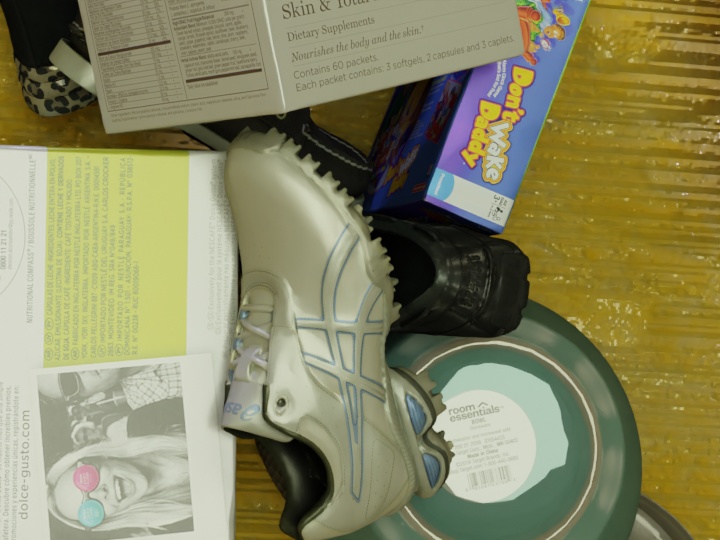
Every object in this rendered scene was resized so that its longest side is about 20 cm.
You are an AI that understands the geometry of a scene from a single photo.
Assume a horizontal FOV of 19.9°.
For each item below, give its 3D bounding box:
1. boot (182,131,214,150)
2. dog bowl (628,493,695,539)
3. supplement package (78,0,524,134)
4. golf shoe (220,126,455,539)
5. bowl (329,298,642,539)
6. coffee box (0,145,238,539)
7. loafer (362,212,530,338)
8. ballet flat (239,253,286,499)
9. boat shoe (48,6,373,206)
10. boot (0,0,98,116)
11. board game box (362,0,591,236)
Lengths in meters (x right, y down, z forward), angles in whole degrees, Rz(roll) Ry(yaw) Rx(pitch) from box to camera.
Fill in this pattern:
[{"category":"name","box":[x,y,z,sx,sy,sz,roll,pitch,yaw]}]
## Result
[{"category":"boot","box":[-0.081,-0.162,1.115,0.132,0.070,0.200,-41,116,-12]},{"category":"dog bowl","box":[0.106,0.212,1.166,0.199,0.059,0.201,0,87,-9]},{"category":"supplement package","box":[-0.041,-0.180,0.966,0.151,0.150,0.201,-17,100,-37]},{"category":"golf shoe","box":[-0.029,0.034,0.961,0.097,0.078,0.201,-31,105,-29]},{"category":"bowl","box":[0.063,0.099,1.088,0.200,0.105,0.202,1,80,-6]},{"category":"coffee box","box":[-0.169,0.041,1.058,0.197,0.200,0.201,1,88,-9]},{"category":"loafer","box":[0.000,0.000,1.047,0.070,0.200,0.068,13,84,-39]},{"category":"ballet flat","box":[-0.033,0.045,1.156,0.067,0.046,0.201,-8,89,-8]},{"category":"boat shoe","box":[-0.065,-0.091,1.081,0.201,0.072,0.061,25,99,-35]},{"category":"boot","box":[-0.160,-0.198,1.129,0.073,0.204,0.154,1,130,17]},{"category":"board game box","box":[0.054,-0.085,1.097,0.045,0.200,0.135,22,85,-10]}]
